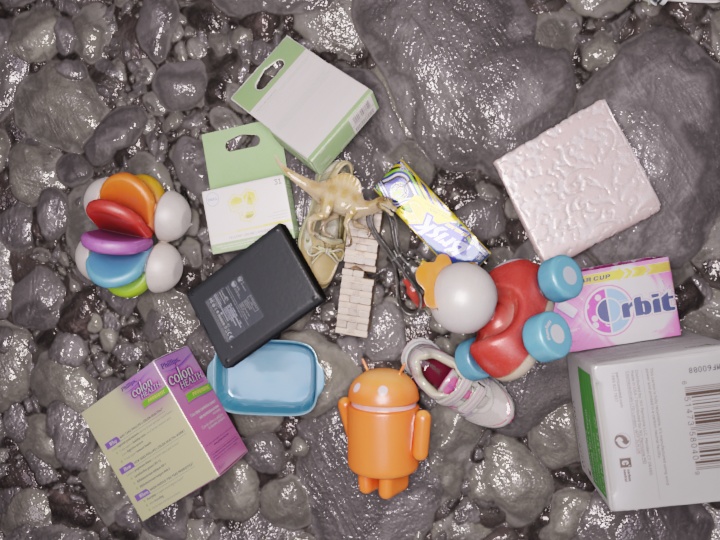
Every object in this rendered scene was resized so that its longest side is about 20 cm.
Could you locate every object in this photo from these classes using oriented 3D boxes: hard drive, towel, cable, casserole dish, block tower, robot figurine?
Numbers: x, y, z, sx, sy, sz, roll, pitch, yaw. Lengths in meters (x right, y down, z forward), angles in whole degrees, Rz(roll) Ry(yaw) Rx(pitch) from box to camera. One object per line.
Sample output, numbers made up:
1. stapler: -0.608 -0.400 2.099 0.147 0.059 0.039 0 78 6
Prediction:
1. hard drive: -0.165 0.041 0.993 0.199 0.033 0.141 -35 77 14
2. towel: 0.330 -0.131 0.974 0.198 0.032 0.194 -28 87 6
3. cable: 0.065 -0.011 0.986 0.097 0.050 0.200 -41 98 11
4. casserole dish: -0.152 0.173 1.036 0.196 0.039 0.124 1 91 6
5. block tower: 0.000 0.000 1.006 0.053 0.058 0.204 8 90 7
6. robot figurine: 0.034 0.240 0.975 0.114 0.144 0.205 0 92 -15

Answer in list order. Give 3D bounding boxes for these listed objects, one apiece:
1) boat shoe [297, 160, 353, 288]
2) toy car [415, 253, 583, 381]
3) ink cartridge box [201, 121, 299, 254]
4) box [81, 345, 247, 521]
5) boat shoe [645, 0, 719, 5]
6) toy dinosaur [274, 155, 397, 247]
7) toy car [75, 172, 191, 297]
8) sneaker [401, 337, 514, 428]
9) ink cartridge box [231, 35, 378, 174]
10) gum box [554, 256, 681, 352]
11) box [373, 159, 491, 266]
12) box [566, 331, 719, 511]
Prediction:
1. boat shoe: -0.050 -0.072 0.997 0.072 0.063 0.205 14 88 -24
2. toy car: 0.165 0.034 0.871 0.198 0.184 0.179 33 60 -17
3. ink cartridge box: -0.186 -0.139 1.032 0.143 0.048 0.204 -10 92 8
4. box: -0.312 0.259 1.011 0.175 0.097 0.202 -33 87 20
5. boat shoe: 0.447 -0.429 0.933 0.196 0.074 0.068 0 88 6
6. toy dinosaur: -0.043 -0.099 0.943 0.197 0.058 0.103 20 98 8
7. toy car: -0.376 -0.057 1.004 0.171 0.150 0.204 11 92 6
8. sneaker: 0.148 0.182 0.973 0.198 0.088 0.082 29 94 6
9. ink cartridge box: -0.090 -0.265 1.001 0.199 0.048 0.146 39 84 26
10. gum box: 0.364 0.053 0.955 0.196 0.066 0.116 -10 90 7
11. box: 0.112 -0.076 0.983 0.064 0.070 0.200 -44 85 8
12. box: 0.418 0.206 0.898 0.196 0.171 0.203 -8 90 8
